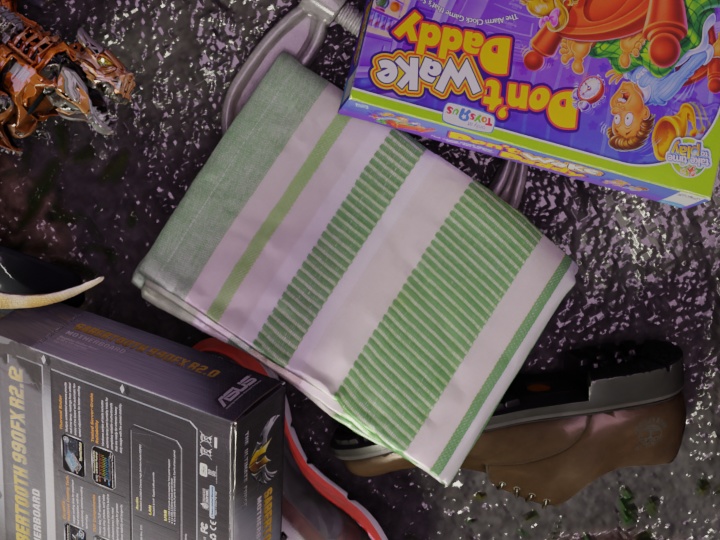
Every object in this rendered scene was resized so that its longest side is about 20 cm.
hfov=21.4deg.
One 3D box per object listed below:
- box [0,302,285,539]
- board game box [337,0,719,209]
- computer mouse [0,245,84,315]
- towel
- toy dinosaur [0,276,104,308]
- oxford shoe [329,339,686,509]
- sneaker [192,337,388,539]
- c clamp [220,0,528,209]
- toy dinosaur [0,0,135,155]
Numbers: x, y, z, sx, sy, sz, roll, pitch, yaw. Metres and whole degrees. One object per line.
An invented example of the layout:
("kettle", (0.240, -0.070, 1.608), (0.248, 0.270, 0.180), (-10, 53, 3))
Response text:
("box", (-0.118, 0.130, 0.995), (0.157, 0.048, 0.201), (17, 120, 27))
("board game box", (0.101, -0.124, 1.010), (0.199, 0.045, 0.135), (14, 83, -7))
("computer mouse", (-0.239, -0.012, 1.008), (0.199, 0.059, 0.034), (21, 85, -21))
("towel", (0.000, 0.000, 1.008), (0.199, 0.023, 0.153), (33, 77, 2))
("toy dinosaur", (-0.239, 0.004, 0.957), (0.199, 0.101, 0.059), (24, 56, -17))
("oxford shoe", (0.083, 0.098, 1.052), (0.198, 0.073, 0.085), (-7, 108, 2))
("sneaker", (-0.052, 0.137, 1.037), (0.077, 0.082, 0.201), (-32, 94, 27))
("c clamp", (0.016, -0.093, 1.041), (0.200, 0.027, 0.171), (40, 95, -7))
("toy dinosaur", (-0.220, -0.096, 1.012), (0.199, 0.102, 0.137), (12, 82, 34))
